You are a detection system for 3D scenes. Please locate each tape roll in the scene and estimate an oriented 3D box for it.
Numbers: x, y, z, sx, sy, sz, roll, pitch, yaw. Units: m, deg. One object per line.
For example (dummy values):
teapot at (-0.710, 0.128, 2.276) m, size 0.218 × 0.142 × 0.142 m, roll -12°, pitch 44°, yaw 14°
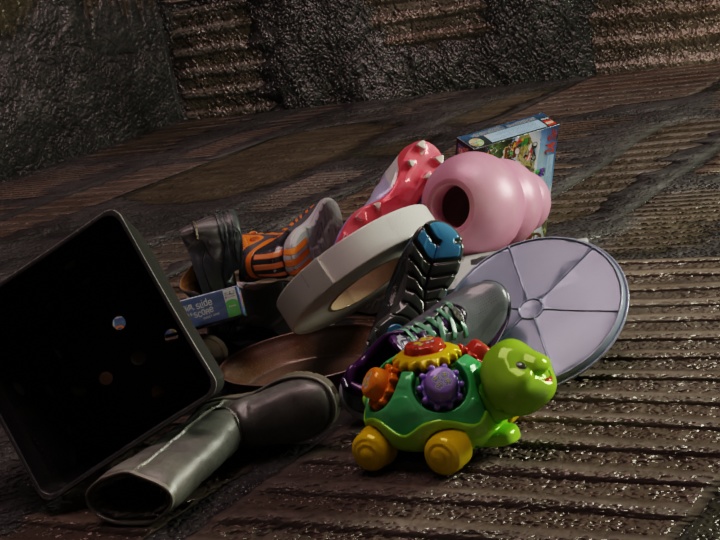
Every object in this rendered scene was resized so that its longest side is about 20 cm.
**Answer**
tape roll at (0.000, 0.000, 1.628) m, size 0.202 × 0.037 × 0.203 m, roll -32°, pitch -12°, yaw -7°

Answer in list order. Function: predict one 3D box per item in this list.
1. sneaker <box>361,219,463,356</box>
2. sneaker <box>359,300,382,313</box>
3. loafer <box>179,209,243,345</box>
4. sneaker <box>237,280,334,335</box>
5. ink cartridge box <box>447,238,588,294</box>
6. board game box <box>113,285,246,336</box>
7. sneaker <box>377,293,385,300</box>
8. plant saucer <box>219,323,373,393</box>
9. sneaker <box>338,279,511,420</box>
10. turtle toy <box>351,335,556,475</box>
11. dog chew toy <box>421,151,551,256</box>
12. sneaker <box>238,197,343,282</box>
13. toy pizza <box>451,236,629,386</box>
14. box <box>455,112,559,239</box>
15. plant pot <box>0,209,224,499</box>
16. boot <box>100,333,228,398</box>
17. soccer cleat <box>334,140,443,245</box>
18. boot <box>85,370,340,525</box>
sneaker at (0.052, 0.050, 1.535) m, size 0.073 × 0.201 × 0.082 m, roll 25°, pitch -16°, yaw -4°
sneaker at (0.000, 0.000, 1.921) m, size 0.104 × 0.076 × 0.200 m, roll -25°, pitch 26°, yaw -33°
loafer at (-0.183, 0.012, 1.780) m, size 0.072 × 0.201 × 0.073 m, roll -8°, pitch 41°, yaw -15°
sneaker at (-0.096, 0.043, 1.839) m, size 0.199 × 0.071 × 0.080 m, roll 9°, pitch 7°, yaw 44°
ink cartridge box at (0.164, 0.031, 1.643) m, size 0.198 × 0.084 × 0.145 m, roll -9°, pitch 13°, yaw 11°
board game box at (-0.229, 0.061, 1.682) m, size 0.198 × 0.035 × 0.135 m, roll -15°, pitch -2°, yaw -4°
sneaker at (0.058, -0.031, 1.831) m, size 0.079 × 0.074 × 0.201 m, roll 12°, pitch 42°, yaw -7°
plant saucer at (-0.054, 0.105, 1.611) m, size 0.199 × 0.037 × 0.200 m, roll -11°, pitch 12°, yaw 2°
sneaker at (0.067, 0.073, 1.439) m, size 0.199 × 0.075 × 0.088 m, roll -37°, pitch -17°, yaw -9°
turtle toy at (0.085, 0.111, 1.329) m, size 0.199 × 0.102 × 0.146 m, roll -2°, pitch 15°, yaw 32°
dog chew toy at (0.160, -0.079, 1.772) m, size 0.124 × 0.126 × 0.199 m, roll -1°, pitch 3°, yaw 36°
sneaker at (-0.096, -0.039, 1.847) m, size 0.111 × 0.078 × 0.200 m, roll -5°, pitch 12°, yaw 22°
toy pizza at (0.177, 0.048, 1.506) m, size 0.199 × 0.032 × 0.201 m, roll -15°, pitch 45°, yaw 15°
box at (0.180, -0.090, 1.890) m, size 0.136 × 0.201 × 0.038 m, roll -19°, pitch 39°, yaw -29°
plant pot at (-0.244, 0.082, 1.453) m, size 0.199 × 0.200 × 0.177 m, roll -33°, pitch -9°, yaw 7°
boot at (-0.248, 0.116, 1.683) m, size 0.198 × 0.071 × 0.146 m, roll -8°, pitch 7°, yaw 6°
soccer cleat at (0.031, -0.072, 1.776) m, size 0.201 × 0.067 × 0.076 m, roll -55°, pitch 7°, yaw -21°
boot at (-0.131, 0.162, 1.360) m, size 0.181 × 0.073 × 0.200 m, roll -20°, pitch 1°, yaw 26°
